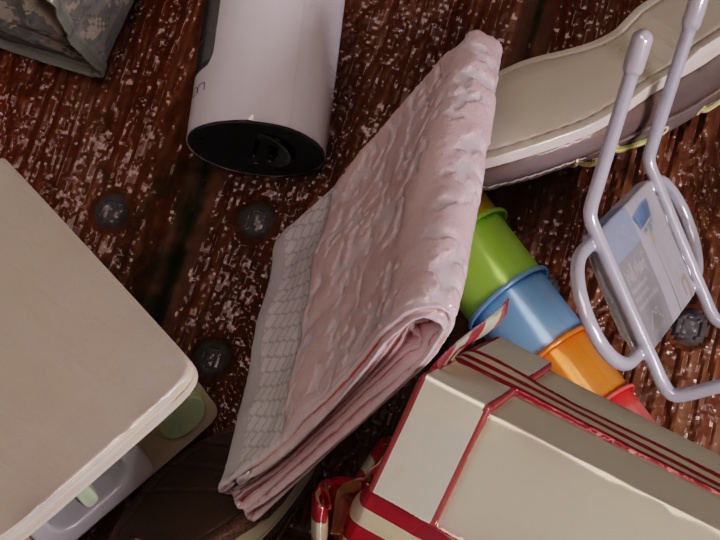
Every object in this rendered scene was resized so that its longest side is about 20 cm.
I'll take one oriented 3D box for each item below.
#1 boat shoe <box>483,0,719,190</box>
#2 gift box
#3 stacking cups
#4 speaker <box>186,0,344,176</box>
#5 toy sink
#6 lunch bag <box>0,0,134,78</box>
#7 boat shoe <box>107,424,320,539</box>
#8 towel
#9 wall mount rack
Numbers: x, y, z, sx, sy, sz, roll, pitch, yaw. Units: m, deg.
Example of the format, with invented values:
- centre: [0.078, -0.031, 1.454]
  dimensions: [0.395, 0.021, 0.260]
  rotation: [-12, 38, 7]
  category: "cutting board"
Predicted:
- centre: [0.130, -0.089, 1.001]
  dimensions: [0.199, 0.060, 0.072]
  rotation: [-30, 47, -18]
  category: "boat shoe"
- centre: [0.081, 0.126, 0.871]
  dimensions: [0.186, 0.184, 0.201]
  rotation: [25, 95, 12]
  category: "gift box"
- centre: [0.089, 0.032, 0.990]
  dimensions: [0.060, 0.061, 0.200]
  rotation: [-34, 76, -6]
  category: "stacking cups"
- centre: [-0.047, -0.157, 1.051]
  dimensions: [0.081, 0.081, 0.201]
  rotation: [4, 72, 7]
  category: "speaker"
- centre: [-0.162, 0.062, 0.947]
  dimensions: [0.130, 0.112, 0.200]
  rotation: [-41, 52, -9]
  category: "toy sink"
- centre: [-0.218, -0.227, 1.076]
  dimensions: [0.199, 0.118, 0.165]
  rotation: [17, 73, 18]
  category: "lunch bag"
- centre: [-0.094, 0.160, 0.956]
  dimensions: [0.075, 0.075, 0.202]
  rotation: [24, 54, 39]
  category: "boat shoe"
- centre: [0.000, 0.000, 0.912]
  dimensions: [0.032, 0.191, 0.201]
  rotation: [29, 43, -17]
  category: "towel"
- centre: [0.155, -0.037, 0.916]
  dimensions: [0.074, 0.200, 0.174]
  rotation: [-19, 99, 27]
  category: "wall mount rack"
